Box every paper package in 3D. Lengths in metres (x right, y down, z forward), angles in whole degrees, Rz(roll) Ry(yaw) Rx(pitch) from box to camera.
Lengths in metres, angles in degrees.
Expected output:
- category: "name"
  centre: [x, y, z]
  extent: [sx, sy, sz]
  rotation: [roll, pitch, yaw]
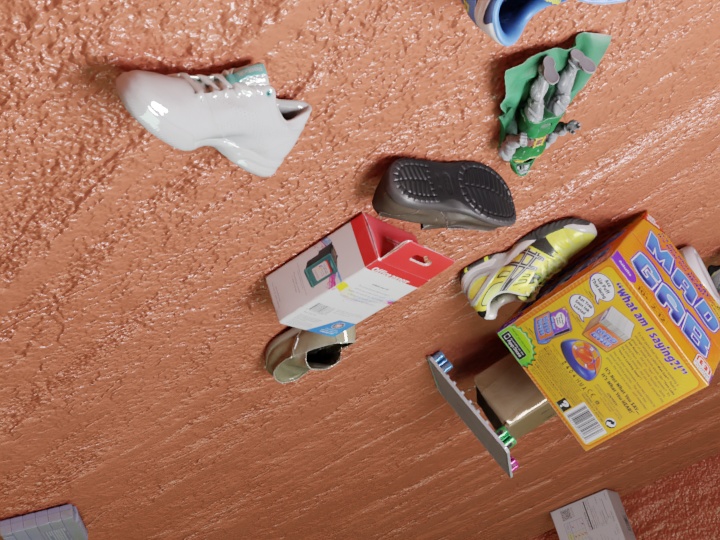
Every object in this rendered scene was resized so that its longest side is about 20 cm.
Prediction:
- category: "paper package"
  centre: [0.295, 0.186, 1.679]
  extent: [0.199, 0.104, 0.191]
  rotation: [-32, 160, -4]

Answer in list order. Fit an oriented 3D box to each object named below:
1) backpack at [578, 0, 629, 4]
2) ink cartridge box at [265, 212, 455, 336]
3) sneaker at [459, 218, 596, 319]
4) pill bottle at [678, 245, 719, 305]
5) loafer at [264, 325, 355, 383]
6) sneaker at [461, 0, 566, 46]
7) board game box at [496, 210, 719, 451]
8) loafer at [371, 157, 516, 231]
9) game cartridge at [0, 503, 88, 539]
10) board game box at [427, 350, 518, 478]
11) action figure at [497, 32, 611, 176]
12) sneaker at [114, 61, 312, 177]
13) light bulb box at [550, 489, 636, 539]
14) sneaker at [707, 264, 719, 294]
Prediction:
- category: "backpack"
  centre: [0.169, -0.265, 0.671]
  extent: [0.181, 0.135, 0.201]
  rotation: [-19, 130, -1]
- category: "ink cartridge box"
  centre: [0.000, 0.000, 1.215]
  extent: [0.199, 0.068, 0.116]
  rotation: [-32, 152, 25]
- category: "sneaker"
  centre: [0.232, -0.001, 1.359]
  extent: [0.199, 0.077, 0.075]
  rotation: [-31, 150, 22]
- category: "pill bottle"
  centre: [0.443, 0.053, 1.559]
  extent: [0.199, 0.112, 0.111]
  rotation: [-28, 153, 22]
- category: "loafer"
  centre: [-0.069, 0.110, 1.381]
  extent: [0.075, 0.069, 0.200]
  rotation: [0, 149, -33]
- category: "sneaker"
  centre: [0.159, -0.260, 0.798]
  extent: [0.074, 0.083, 0.200]
  rotation: [8, 142, -41]
- category: "board game box"
  centre: [0.347, 0.079, 1.366]
  extent: [0.200, 0.201, 0.200]
  rotation: [-38, 178, 35]
- category: "loafer"
  centre: [0.092, -0.082, 1.130]
  extent: [0.199, 0.074, 0.071]
  rotation: [10, 153, -37]
- category: "game cartridge"
  centre: [-0.559, 0.467, 1.799]
  extent: [0.129, 0.039, 0.200]
  rotation: [-16, 154, -15]
- category: "board game box"
  centre: [0.190, 0.239, 1.669]
  extent: [0.026, 0.200, 0.200]
  rotation: [-37, 156, -7]
- category: "action figure"
  centre: [0.187, -0.158, 1.054]
  extent: [0.117, 0.055, 0.200]
  rotation: [-16, 158, -12]
- category: "sneaker"
  centre: [-0.120, -0.147, 0.865]
  extent: [0.088, 0.075, 0.199]
  rotation: [-44, 152, 20]
- category: "light bulb box"
  centre: [0.726, 0.810, 3.129]
  extent: [0.199, 0.199, 0.125]
  rotation: [-29, 151, 22]
- category: "sneaker"
  centre: [0.621, -0.029, 1.577]
  extent: [0.200, 0.087, 0.074]
  rotation: [-41, 136, -5]
